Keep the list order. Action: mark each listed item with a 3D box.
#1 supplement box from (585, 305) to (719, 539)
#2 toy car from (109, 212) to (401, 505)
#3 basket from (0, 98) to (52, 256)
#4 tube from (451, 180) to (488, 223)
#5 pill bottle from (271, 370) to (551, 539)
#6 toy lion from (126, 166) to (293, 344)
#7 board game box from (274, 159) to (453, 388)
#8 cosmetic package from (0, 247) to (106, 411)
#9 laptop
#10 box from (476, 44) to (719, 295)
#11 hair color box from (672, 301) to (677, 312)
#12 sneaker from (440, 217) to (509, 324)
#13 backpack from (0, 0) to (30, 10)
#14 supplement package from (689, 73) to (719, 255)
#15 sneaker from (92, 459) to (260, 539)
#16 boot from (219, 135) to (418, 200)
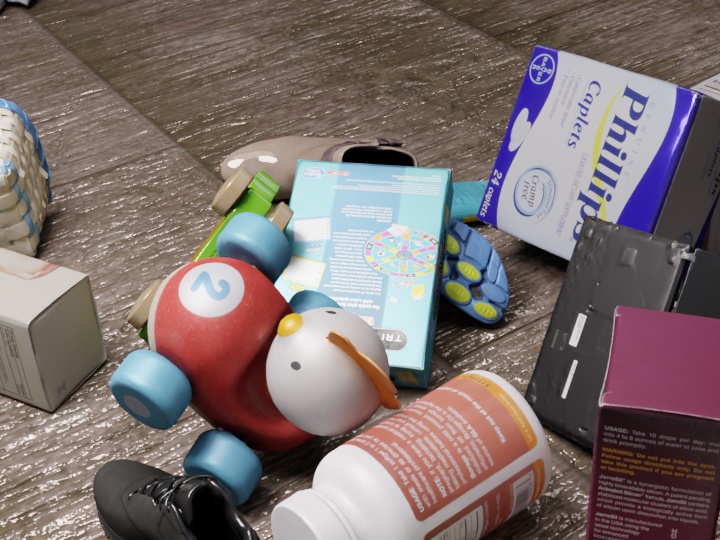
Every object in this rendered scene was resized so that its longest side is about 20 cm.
[{"bbox_3d":[0.203,0.141,0.841,0.084,0.203,0.111,7,34,14],"label":"supplement box"},{"bbox_3d":[-0.052,0.064,0.937,0.198,0.178,0.185,-7,40,47],"label":"toy car"},{"bbox_3d":[-0.403,-0.118,1.296,0.137,0.178,0.202,-9,45,-2],"label":"basket"},{"bbox_3d":[0.066,-0.067,1.303,0.197,0.051,0.078,-10,38,-18],"label":"tube"},{"bbox_3d":[0.037,0.163,0.903,0.198,0.114,0.112,-26,40,-30],"label":"pill bottle"},{"bbox_3d":[-0.141,-0.011,1.158,0.201,0.068,0.192,-54,8,-12],"label":"toy lion"},{"bbox_3d":[0.000,0.000,1.126,0.148,0.047,0.203,4,64,11],"label":"board game box"},{"bbox_3d":[-0.341,0.041,1.125,0.197,0.105,0.087,17,39,25],"label":"cosmetic package"},{"bbox_3d":[0.250,0.070,0.993,0.102,0.180,0.199,17,4,-33],"label":"laptop"},{"bbox_3d":[0.238,-0.099,1.180,0.199,0.187,0.104,26,11,42],"label":"box"},{"bbox_3d":[0.294,0.090,1.035,0.198,0.062,0.101,19,40,30],"label":"hair color box"},{"bbox_3d":[0.066,-0.016,1.197,0.198,0.083,0.071,34,74,23],"label":"sneaker"},{"bbox_3d":[-0.549,-0.504,1.863,0.151,0.193,0.201,5,31,-17],"label":"backpack"},{"bbox_3d":[0.380,-0.117,1.278,0.198,0.123,0.119,-26,40,-31],"label":"supplement package"},{"bbox_3d":[-0.131,0.182,0.910,0.198,0.092,0.076,24,44,36],"label":"sneaker"},{"bbox_3d":[-0.039,-0.113,1.311,0.197,0.072,0.146,-7,5,-20],"label":"boot"}]
